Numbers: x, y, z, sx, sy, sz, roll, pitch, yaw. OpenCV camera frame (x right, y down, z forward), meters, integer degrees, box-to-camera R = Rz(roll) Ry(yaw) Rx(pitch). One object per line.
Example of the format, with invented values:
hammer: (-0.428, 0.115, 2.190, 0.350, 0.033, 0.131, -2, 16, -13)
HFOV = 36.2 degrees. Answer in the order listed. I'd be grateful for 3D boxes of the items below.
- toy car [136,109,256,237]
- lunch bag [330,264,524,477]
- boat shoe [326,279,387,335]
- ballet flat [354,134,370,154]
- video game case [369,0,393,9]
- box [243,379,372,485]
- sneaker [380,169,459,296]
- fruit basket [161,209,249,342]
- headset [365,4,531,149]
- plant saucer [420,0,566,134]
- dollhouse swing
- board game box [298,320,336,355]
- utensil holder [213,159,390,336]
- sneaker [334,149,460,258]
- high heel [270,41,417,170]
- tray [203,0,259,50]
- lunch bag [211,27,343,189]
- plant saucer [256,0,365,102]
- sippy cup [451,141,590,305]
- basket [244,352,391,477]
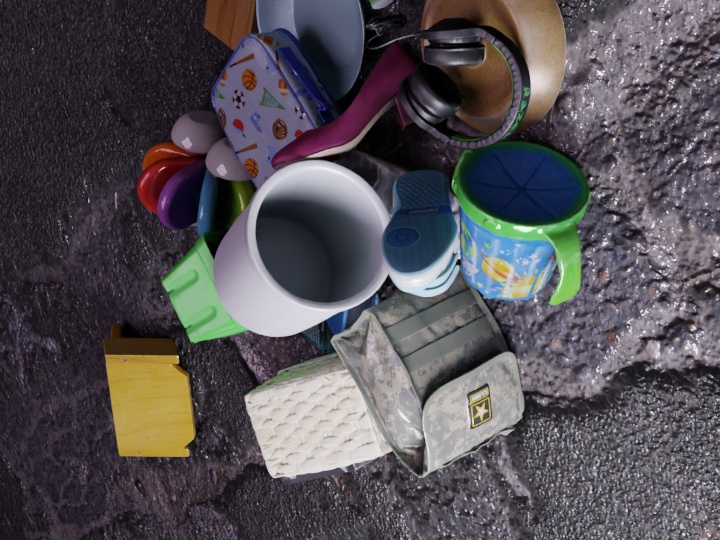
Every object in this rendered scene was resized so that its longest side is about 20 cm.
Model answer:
toy car: (-0.232, -0.115, 1.554, 0.200, 0.150, 0.176, 38, 133, 33)
lunch bag: (0.090, 0.120, 1.271, 0.201, 0.164, 0.118, 60, 143, 9)
boat shoe: (0.000, 0.000, 1.405, 0.084, 0.068, 0.200, 57, 148, 34)
ballet flat: (-0.059, -0.145, 1.418, 0.200, 0.046, 0.068, -9, 101, 51)
video game case: (0.045, -0.407, 1.184, 0.200, 0.022, 0.183, -22, 87, 52)
box: (-0.075, 0.223, 1.610, 0.200, 0.050, 0.158, -24, 89, 51)
sneaker: (0.069, -0.007, 1.161, 0.079, 0.200, 0.131, 0, 123, 10)
fruit basket: (-0.136, -0.005, 1.450, 0.215, 0.215, 0.156, -36, 79, 51)
headset: (0.090, -0.211, 1.144, 0.200, 0.094, 0.124, 35, 121, 19)
plant saucer: (0.127, -0.238, 1.161, 0.200, 0.035, 0.201, 25, 125, 42)
dollhouse swing: (-0.371, 0.200, 1.965, 0.181, 0.176, 0.201, 0, 113, 6)
board game box: (-0.059, 0.010, 1.505, 0.135, 0.028, 0.201, 33, 130, 38)
utensil holder: (-0.073, -0.018, 1.278, 0.171, 0.169, 0.200, 65, 157, 3)
sneaker: (0.063, -0.086, 1.290, 0.200, 0.082, 0.075, 34, 108, 14)
high heel: (-0.021, -0.183, 1.247, 0.096, 0.199, 0.067, 66, 166, 4)
tray: (-0.152, -0.386, 1.423, 0.099, 0.037, 0.201, 40, 133, 31)
lunch bag: (-0.094, -0.188, 1.355, 0.200, 0.075, 0.160, 57, 135, 13)
plant saucer: (-0.051, -0.303, 1.339, 0.201, 0.039, 0.202, 26, 126, 42)
sippy cup: (0.160, -0.043, 1.149, 0.139, 0.178, 0.131, 7, 134, 3)
basket: (-0.036, 0.185, 1.439, 0.199, 0.123, 0.136, -18, 93, 32)
